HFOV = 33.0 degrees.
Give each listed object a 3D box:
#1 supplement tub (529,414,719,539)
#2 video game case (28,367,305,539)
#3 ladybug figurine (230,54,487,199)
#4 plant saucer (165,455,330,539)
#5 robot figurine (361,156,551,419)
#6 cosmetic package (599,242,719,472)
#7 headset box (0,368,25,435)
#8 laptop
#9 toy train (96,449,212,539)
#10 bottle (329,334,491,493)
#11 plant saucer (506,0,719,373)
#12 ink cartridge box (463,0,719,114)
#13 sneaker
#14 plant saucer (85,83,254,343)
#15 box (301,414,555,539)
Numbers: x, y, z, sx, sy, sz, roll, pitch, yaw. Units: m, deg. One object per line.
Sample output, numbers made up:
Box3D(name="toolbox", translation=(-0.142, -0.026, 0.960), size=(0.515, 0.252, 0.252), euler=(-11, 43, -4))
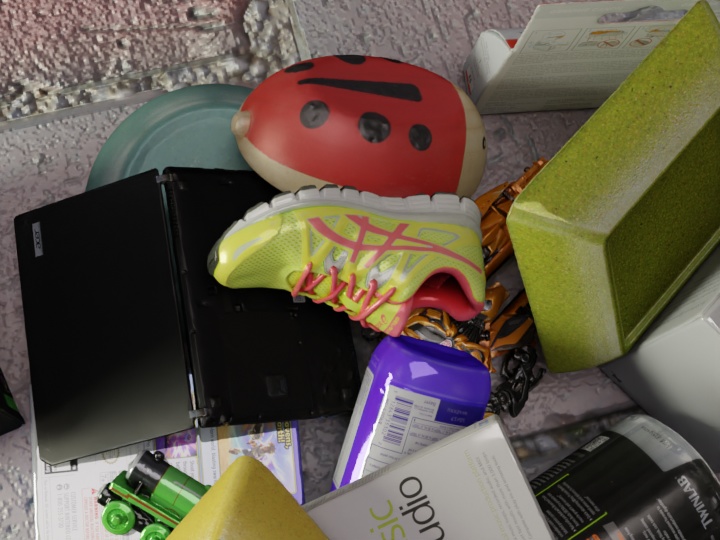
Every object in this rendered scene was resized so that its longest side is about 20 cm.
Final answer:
Box3D(name="supplement tub", translation=(0.143, 0.196, 0.816), size=(0.199, 0.123, 0.123), euler=(-30, 83, -12))
Box3D(name="video game case", translation=(-0.127, 0.169, 0.826), size=(0.179, 0.045, 0.202), euler=(-4, 78, -7))
Box3D(name="ladybug figurine", translation=(0.006, -0.101, 0.861), size=(0.198, 0.072, 0.137), euler=(-1, 51, -27))
Box3D(name="plant saucer", translation=(-0.067, 0.244, 0.702), size=(0.200, 0.048, 0.200), euler=(47, 115, 12))
Box3D(name="robot figurine", translation=(0.096, 0.018, 0.882), size=(0.145, 0.058, 0.200), euler=(45, 75, 5))
Box3D(name="cosmetic package", translation=(0.295, 0.022, 0.834), size=(0.123, 0.199, 0.200), euler=(44, 76, 4))
Box3D(name="headset box", translation=(-0.298, 0.031, 0.768), size=(0.092, 0.174, 0.201), euler=(-23, 80, -11))
Box3D(name="laptop", translation=(-0.117, 0.030, 0.834), size=(0.199, 0.103, 0.179), euler=(0, 72, -34))
Box3D(name="toy train", translation=(-0.076, 0.180, 0.779), size=(0.199, 0.042, 0.057), euler=(31, 99, 1))
Box3D(name="bottle", translation=(0.023, 0.147, 0.813), size=(0.083, 0.065, 0.202), euler=(14, 99, -15))
Box3D(name="plant saucer", translation=(0.190, -0.038, 0.800), size=(0.048, 0.201, 0.200), euler=(33, 72, 34))
Box3D(name="ink cartridge box", translation=(0.169, -0.167, 0.859), size=(0.161, 0.200, 0.051), euler=(-5, 76, -9))
Box3D(name="sneaker", translation=(0.000, 0.000, 0.790), size=(0.198, 0.078, 0.091), euler=(-4, 65, -22))
Box3D(name="plant saucer", translation=(-0.102, -0.046, 0.883), size=(0.198, 0.036, 0.202), euler=(2, 77, -8))
Box3D(name="box", translation=(0.024, 0.195, 0.734), size=(0.199, 0.036, 0.145), euler=(-26, 88, 6))
